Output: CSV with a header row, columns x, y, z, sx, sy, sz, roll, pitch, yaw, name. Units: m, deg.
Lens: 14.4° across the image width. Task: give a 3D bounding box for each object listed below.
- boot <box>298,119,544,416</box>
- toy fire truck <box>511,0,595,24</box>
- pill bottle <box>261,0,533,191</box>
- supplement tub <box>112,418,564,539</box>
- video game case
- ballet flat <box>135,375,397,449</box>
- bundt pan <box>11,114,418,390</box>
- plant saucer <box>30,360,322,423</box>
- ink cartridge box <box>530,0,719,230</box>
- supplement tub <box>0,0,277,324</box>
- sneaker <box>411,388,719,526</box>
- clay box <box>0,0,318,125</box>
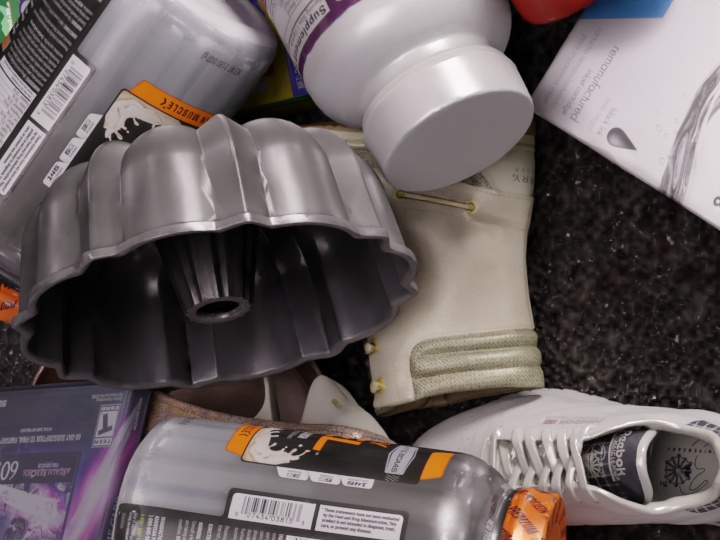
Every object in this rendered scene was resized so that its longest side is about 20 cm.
x,y,z,sx,sy,sz,roll,pitch,yaw,name
0.000,0.000,1.502,0.199,0.072,0.155,-5,87,21,boot
0.121,-0.224,1.415,0.168,0.200,0.112,-32,110,11,toy fire truck
0.008,-0.143,1.435,0.112,0.112,0.200,-35,64,16,pill bottle
-0.009,0.140,1.346,0.199,0.123,0.123,7,89,12,supplement tub
-0.183,0.156,1.492,0.143,0.019,0.201,-6,65,42,video game case
-0.043,0.085,1.480,0.199,0.068,0.067,8,73,19,ballet flat
-0.075,-0.013,1.399,0.201,0.202,0.076,-20,66,19,bundt pan
-0.095,0.108,1.550,0.200,0.034,0.201,-2,85,22,plant saucer
0.200,-0.077,1.427,0.200,0.067,0.116,34,98,21,ink cartridge box
-0.144,-0.074,1.488,0.122,0.122,0.200,41,106,19,supplement tub
0.109,0.096,1.445,0.199,0.080,0.077,-5,86,23,sneaker
-0.117,-0.127,1.569,0.199,0.048,0.115,-13,82,20,clay box
